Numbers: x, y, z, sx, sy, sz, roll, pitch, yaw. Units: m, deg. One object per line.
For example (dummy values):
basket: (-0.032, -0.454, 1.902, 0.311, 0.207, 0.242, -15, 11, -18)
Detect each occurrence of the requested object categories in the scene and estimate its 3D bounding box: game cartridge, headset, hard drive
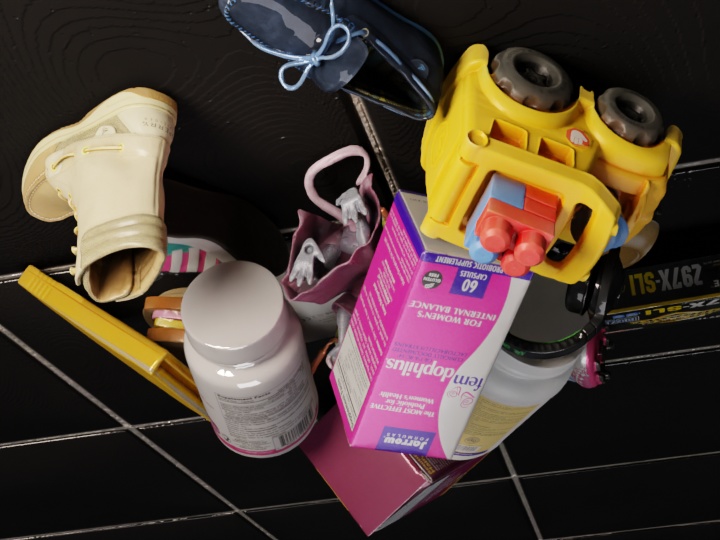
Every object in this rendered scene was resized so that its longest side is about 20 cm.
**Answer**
game cartridge: (-0.246, 0.079, 1.291, 0.199, 0.033, 0.176, 31, 168, 26)
headset: (0.191, -0.007, 1.106, 0.200, 0.123, 0.094, -44, 160, -5)
hard drive: (-0.051, 0.022, 1.334, 0.131, 0.027, 0.200, -14, 153, 20)

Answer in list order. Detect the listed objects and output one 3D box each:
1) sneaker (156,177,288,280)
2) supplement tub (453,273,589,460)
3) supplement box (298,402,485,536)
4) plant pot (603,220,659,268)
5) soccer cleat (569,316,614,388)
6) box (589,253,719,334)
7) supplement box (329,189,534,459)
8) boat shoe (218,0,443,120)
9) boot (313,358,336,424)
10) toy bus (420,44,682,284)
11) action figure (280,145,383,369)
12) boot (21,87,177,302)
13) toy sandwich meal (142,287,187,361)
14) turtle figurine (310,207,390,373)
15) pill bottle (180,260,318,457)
sneaker: (-0.173, -0.020, 1.162, 0.120, 0.084, 0.199, -24, 148, 38)
supplement tub: (0.124, 0.085, 1.210, 0.144, 0.146, 0.200, 7, 147, -21)
supplement box: (0.046, 0.192, 1.353, 0.103, 0.131, 0.200, -45, 163, 22)
plant pot: (0.204, -0.015, 1.243, 0.198, 0.028, 0.200, -7, 167, -2)
soccer cleat: (0.219, 0.089, 1.294, 0.086, 0.070, 0.200, 5, 172, 15)
box: (0.340, 0.027, 1.335, 0.198, 0.050, 0.160, -10, 166, 12)
supplement box: (0.055, 0.049, 1.044, 0.100, 0.104, 0.201, 9, 121, -19)
boat shoe: (-0.011, -0.166, 0.898, 0.199, 0.069, 0.084, 13, 150, -30)
boot: (-0.030, 0.138, 1.435, 0.153, 0.074, 0.204, -31, 169, -12)
toy bus: (0.146, -0.058, 0.956, 0.199, 0.193, 0.136, 19, 130, -8)
action figure: (0.000, 0.000, 1.153, 0.133, 0.150, 0.200, -21, 154, 20)
boot: (-0.223, -0.043, 1.022, 0.199, 0.157, 0.073, -25, 147, 38)
toy sandwich meal: (-0.154, 0.081, 1.347, 0.203, 0.071, 0.205, 10, 156, 4)
turtle figurine: (0.020, 0.018, 1.261, 0.160, 0.064, 0.201, 4, 116, -32)
pill bottle: (-0.106, 0.086, 1.172, 0.112, 0.114, 0.201, -5, 144, 2)
